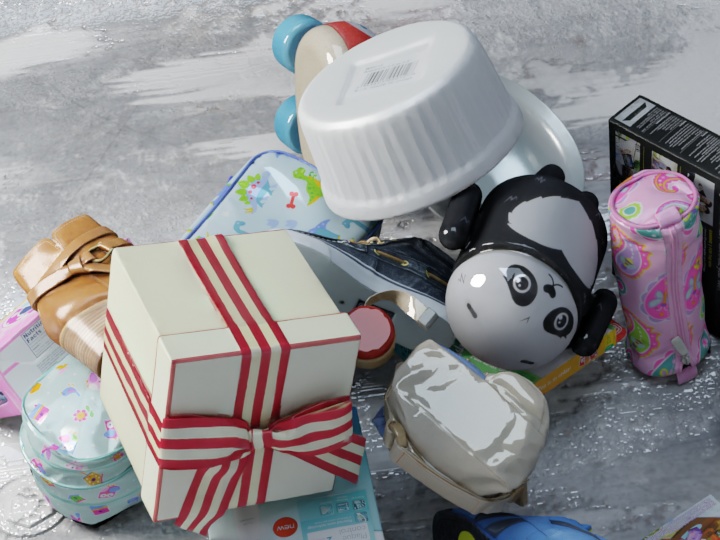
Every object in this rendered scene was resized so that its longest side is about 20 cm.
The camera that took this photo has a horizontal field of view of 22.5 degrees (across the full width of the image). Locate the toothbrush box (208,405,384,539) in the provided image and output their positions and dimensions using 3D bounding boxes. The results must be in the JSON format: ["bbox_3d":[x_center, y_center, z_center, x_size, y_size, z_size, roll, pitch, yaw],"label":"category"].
[{"bbox_3d":[-0.054,0.226,1.526,0.145,0.086,0.201,-10,44,-2],"label":"toothbrush box"}]

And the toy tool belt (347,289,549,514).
[{"bbox_3d":[0.063,0.119,1.505,0.199,0.123,0.125,36,70,15],"label":"toy tool belt"}]

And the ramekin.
[{"bbox_3d":[0.039,-0.142,1.647,0.199,0.098,0.201,-21,29,12],"label":"ramekin"}]

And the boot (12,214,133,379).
[{"bbox_3d":[-0.199,0.000,1.616,0.199,0.077,0.155,-37,52,-16],"label":"boot"}]

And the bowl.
[{"bbox_3d":[0.119,-0.102,1.822,0.200,0.091,0.202,18,46,-19],"label":"bowl"}]

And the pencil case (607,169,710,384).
[{"bbox_3d":[0.272,0.007,1.630,0.087,0.201,0.088,-8,40,7],"label":"pencil case"}]

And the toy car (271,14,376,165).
[{"bbox_3d":[0.034,-0.185,1.908,0.199,0.178,0.184,-15,30,-26],"label":"toy car"}]

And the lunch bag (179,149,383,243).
[{"bbox_3d":[-0.083,-0.011,1.701,0.160,0.083,0.200,28,57,14],"label":"lunch bag"}]

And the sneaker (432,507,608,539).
[{"bbox_3d":[0.139,0.231,1.484,0.078,0.067,0.199,-14,11,-34],"label":"sneaker"}]

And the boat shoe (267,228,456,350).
[{"bbox_3d":[0.000,0.000,1.629,0.199,0.071,0.091,26,40,-11],"label":"boat shoe"}]

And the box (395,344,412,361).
[{"bbox_3d":[0.080,0.059,1.711,0.082,0.049,0.200,-29,47,-22],"label":"box"}]

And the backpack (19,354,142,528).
[{"bbox_3d":[-0.215,0.127,1.625,0.166,0.127,0.200,33,59,31],"label":"backpack"}]

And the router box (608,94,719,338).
[{"bbox_3d":[0.301,-0.046,1.679,0.051,0.201,0.149,-36,50,-26],"label":"router box"}]

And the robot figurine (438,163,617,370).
[{"bbox_3d":[0.150,-0.005,1.602,0.149,0.126,0.201,10,44,18],"label":"robot figurine"}]

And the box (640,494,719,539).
[{"bbox_3d":[0.254,0.280,1.455,0.199,0.039,0.137,-28,45,-21],"label":"box"}]

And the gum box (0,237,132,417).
[{"bbox_3d":[-0.294,0.060,1.713,0.200,0.066,0.113,-44,17,-32],"label":"gum box"}]

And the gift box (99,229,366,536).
[{"bbox_3d":[-0.103,0.099,1.481,0.183,0.201,0.187,-11,37,-21],"label":"gift box"}]

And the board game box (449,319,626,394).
[{"bbox_3d":[0.139,0.076,1.630,0.199,0.030,0.095,-30,47,-25],"label":"board game box"}]
